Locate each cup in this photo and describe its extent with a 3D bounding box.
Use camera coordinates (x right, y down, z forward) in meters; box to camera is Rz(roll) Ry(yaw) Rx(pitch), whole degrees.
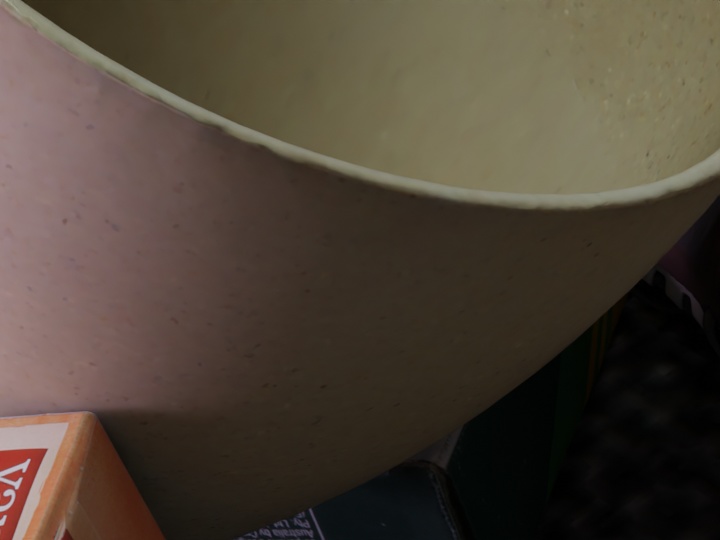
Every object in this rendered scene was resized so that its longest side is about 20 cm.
[{"bbox_3d":[-0.037,-0.027,0.601,0.200,0.143,0.200,19,35,-14],"label":"cup"}]

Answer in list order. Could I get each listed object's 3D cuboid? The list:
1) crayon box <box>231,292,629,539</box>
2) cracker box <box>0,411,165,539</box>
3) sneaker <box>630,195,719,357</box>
[{"bbox_3d":[0.000,0.000,0.744,0.127,0.051,0.200,-3,39,27],"label":"crayon box"},{"bbox_3d":[-0.121,0.098,0.597,0.200,0.134,0.058,-6,41,24],"label":"cracker box"},{"bbox_3d":[0.100,-0.002,0.695,0.082,0.077,0.200,-38,25,31],"label":"sneaker"}]
